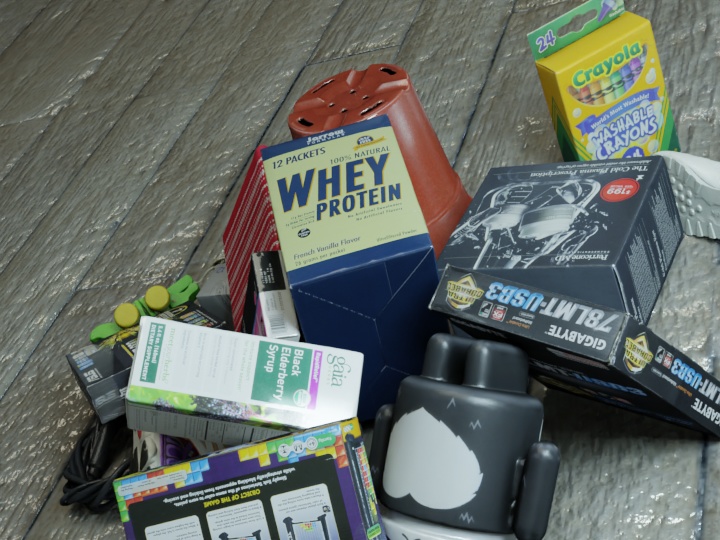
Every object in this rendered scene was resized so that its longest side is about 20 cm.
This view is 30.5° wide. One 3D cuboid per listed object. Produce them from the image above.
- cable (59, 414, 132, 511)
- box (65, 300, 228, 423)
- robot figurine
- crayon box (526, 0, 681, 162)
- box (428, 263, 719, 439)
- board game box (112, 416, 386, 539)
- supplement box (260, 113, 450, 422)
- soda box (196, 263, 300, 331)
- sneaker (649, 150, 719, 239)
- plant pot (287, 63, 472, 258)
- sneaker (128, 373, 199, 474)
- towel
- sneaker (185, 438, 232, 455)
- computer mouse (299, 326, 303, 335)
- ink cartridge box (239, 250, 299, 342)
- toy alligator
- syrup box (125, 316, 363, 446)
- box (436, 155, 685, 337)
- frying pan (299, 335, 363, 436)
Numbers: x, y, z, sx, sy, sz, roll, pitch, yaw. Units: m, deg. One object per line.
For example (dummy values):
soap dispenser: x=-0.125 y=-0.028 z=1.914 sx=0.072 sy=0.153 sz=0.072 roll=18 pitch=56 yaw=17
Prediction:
cable: x=-0.237 y=0.176 z=1.385 sx=0.199 sy=0.051 sz=0.163 roll=-36 pitch=32 yaw=-18
box: x=-0.231 y=0.095 z=1.444 sx=0.160 sy=0.050 sz=0.200 roll=-26 pitch=14 yaw=-14
robot figurine: x=0.080 y=0.155 z=1.064 sx=0.123 sy=0.203 sz=0.150 roll=10 pitch=-2 yaw=-10
crayon box: x=0.271 y=-0.193 z=1.460 sx=0.125 sy=0.202 sz=0.052 roll=-29 pitch=31 yaw=-10
box: x=0.189 y=0.069 z=1.119 sx=0.199 sy=0.198 sz=0.050 roll=15 pitch=79 yaw=45
board game box: x=-0.079 y=0.220 z=1.035 sx=0.197 sy=0.168 sz=0.057 roll=-15 pitch=-3 yaw=14
supplement box: x=0.000 y=0.000 z=1.273 sx=0.132 sy=0.202 sz=0.201 roll=-15 pitch=43 yaw=-1
soda box: x=-0.082 y=0.029 z=1.489 sx=0.197 sy=0.069 sz=0.064 roll=-4 pitch=35 yaw=29
sneaker: x=0.374 y=-0.078 z=1.353 sx=0.080 sy=0.077 sz=0.200 roll=-23 pitch=33 yaw=-23
plant pot: x=0.017 y=-0.117 z=1.521 sx=0.198 sy=0.197 sz=0.202 roll=-17 pitch=31 yaw=10
sneaker: x=-0.178 y=0.170 z=1.283 sx=0.082 sy=0.081 sz=0.203 roll=6 pitch=62 yaw=-21
towel: x=-0.111 y=-0.019 z=1.414 sx=0.022 sy=0.146 sz=0.202 roll=8 pitch=43 yaw=-20
sneaker: x=-0.119 y=0.139 z=1.232 sx=0.092 sy=0.199 sz=0.076 roll=-54 pitch=1 yaw=39
computer mouse: x=-0.010 y=0.047 z=1.393 sx=0.197 sy=0.034 sz=0.059 roll=4 pitch=29 yaw=10
ink cartridge box: x=-0.091 y=0.077 z=1.278 sx=0.037 sy=0.201 sz=0.096 roll=-7 pitch=56 yaw=-12
toy alligator: x=-0.227 y=0.048 z=1.578 sx=0.198 sy=0.059 sz=0.055 roll=-30 pitch=71 yaw=-10
syrup box: x=-0.101 y=0.105 z=1.155 sx=0.197 sy=0.082 sz=0.080 roll=10 pitch=63 yaw=-4
box: x=0.202 y=-0.018 z=1.332 sx=0.198 sy=0.105 sz=0.183 roll=-2 pitch=38 yaw=32
frying pan: x=-0.016 y=0.113 z=1.350 sx=0.114 sy=0.031 sz=0.189 roll=-36 pitch=38 yaw=-23
